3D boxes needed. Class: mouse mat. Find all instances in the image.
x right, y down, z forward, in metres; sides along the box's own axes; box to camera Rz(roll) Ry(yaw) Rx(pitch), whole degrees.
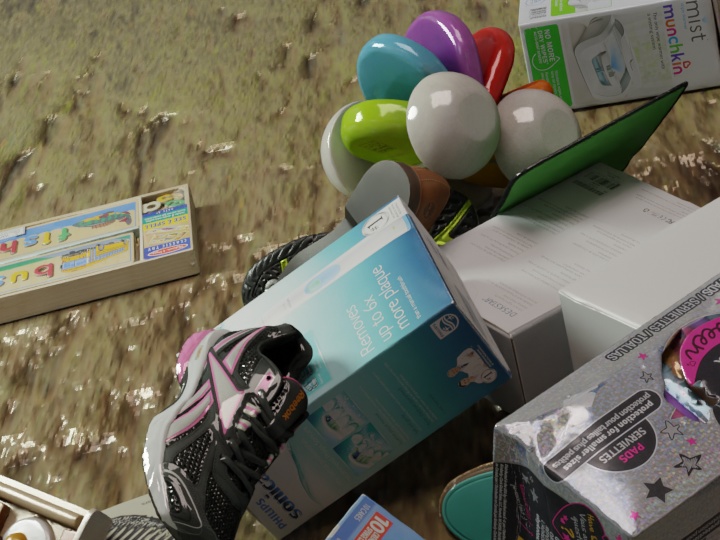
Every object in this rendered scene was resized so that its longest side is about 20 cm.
[{"bbox_3d":[0.165,-0.076,1.669,0.160,0.008,0.200,-29,-11,-17],"label":"mouse mat"}]

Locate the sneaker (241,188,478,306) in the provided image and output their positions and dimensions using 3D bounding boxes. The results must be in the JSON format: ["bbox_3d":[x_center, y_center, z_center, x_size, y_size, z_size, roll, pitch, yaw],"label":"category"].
[{"bbox_3d":[0.003,-0.002,1.713,0.198,0.076,0.076,-19,-8,6],"label":"sneaker"}]

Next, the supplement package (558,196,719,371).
[{"bbox_3d":[0.251,0.037,1.452,0.199,0.122,0.119,-28,31,-25],"label":"supplement package"}]

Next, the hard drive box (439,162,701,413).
[{"bbox_3d":[0.151,0.012,1.591,0.199,0.077,0.156,-26,30,-22],"label":"hard drive box"}]

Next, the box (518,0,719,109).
[{"bbox_3d":[0.239,-0.241,1.984,0.175,0.097,0.201,-8,28,10],"label":"box"}]

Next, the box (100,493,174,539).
[{"bbox_3d":[-0.115,0.218,1.352,0.082,0.069,0.200,-20,28,-12],"label":"box"}]

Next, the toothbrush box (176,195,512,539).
[{"bbox_3d":[-0.015,0.066,1.486,0.199,0.085,0.147,-36,34,8],"label":"toothbrush box"}]

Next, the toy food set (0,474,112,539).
[{"bbox_3d":[-0.258,0.196,1.391,0.199,0.060,0.144,14,75,42],"label":"toy food set"}]

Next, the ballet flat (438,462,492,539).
[{"bbox_3d":[0.151,0.149,1.377,0.198,0.071,0.065,-2,4,17],"label":"ballet flat"}]

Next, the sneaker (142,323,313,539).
[{"bbox_3d":[-0.077,0.097,1.363,0.086,0.081,0.201,-19,38,21],"label":"sneaker"}]

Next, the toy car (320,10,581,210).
[{"bbox_3d":[0.073,-0.132,1.735,0.199,0.152,0.174,7,-12,-34],"label":"toy car"}]

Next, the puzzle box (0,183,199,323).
[{"bbox_3d":[-0.239,-0.014,1.875,0.198,0.026,0.133,-14,29,0],"label":"puzzle box"}]

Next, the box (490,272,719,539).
[{"bbox_3d":[0.184,0.112,1.238,0.199,0.133,0.115,-31,51,-28],"label":"box"}]

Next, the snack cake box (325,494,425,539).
[{"bbox_3d":[-0.010,0.236,1.219,0.115,0.067,0.200,34,44,8],"label":"snack cake box"}]

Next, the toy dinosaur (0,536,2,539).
[{"bbox_3d":[-0.254,0.273,1.272,0.181,0.105,0.200,-42,19,5],"label":"toy dinosaur"}]

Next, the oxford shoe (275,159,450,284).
[{"bbox_3d":[0.000,0.000,1.632,0.071,0.200,0.072,3,48,-48],"label":"oxford shoe"}]
